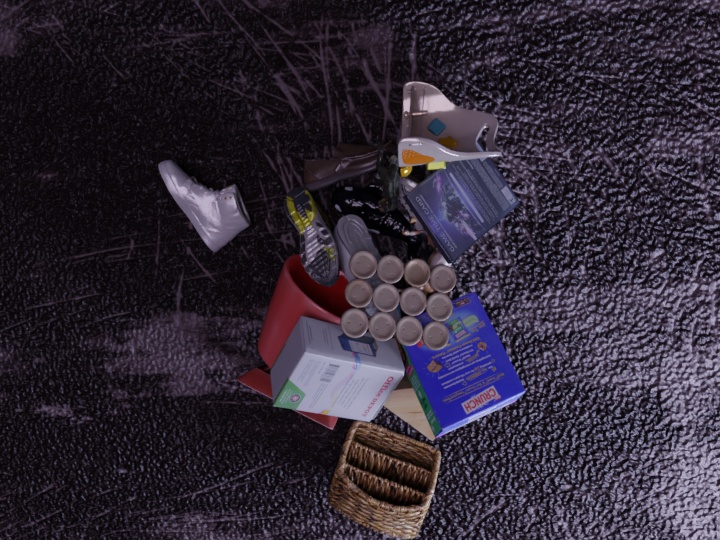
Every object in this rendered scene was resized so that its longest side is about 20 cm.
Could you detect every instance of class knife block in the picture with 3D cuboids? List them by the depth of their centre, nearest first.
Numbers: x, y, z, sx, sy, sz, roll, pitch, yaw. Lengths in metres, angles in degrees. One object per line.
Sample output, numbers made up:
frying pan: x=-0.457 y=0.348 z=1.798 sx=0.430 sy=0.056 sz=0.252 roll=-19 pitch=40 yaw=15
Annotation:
knife block: x=0.150 y=0.219 z=1.311 sx=0.199 sy=0.064 sz=0.177 roll=36 pitch=103 yaw=-11

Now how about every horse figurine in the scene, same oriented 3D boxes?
horse figurine: x=0.128 y=-0.025 z=1.265 sx=0.130 sy=0.050 sz=0.204 roll=13 pitch=103 yaw=-17

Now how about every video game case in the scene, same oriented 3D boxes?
video game case: x=0.185 y=-0.127 z=1.253 sx=0.199 sy=0.019 sz=0.144 roll=-38 pitch=95 yaw=-25

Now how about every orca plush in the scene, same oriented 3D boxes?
orca plush: x=0.027 y=-0.092 z=1.317 sx=0.200 sy=0.071 sz=0.105 roll=45 pitch=103 yaw=-1

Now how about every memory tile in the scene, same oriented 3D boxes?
memory tile: x=0.067 y=0.051 z=1.215 sx=0.195 sy=0.017 sz=0.157 roll=10 pitch=79 yaw=-9

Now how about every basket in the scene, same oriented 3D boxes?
basket: x=0.046 y=0.409 z=1.368 sx=0.196 sy=0.143 sz=0.152 roll=21 pitch=104 yaw=4

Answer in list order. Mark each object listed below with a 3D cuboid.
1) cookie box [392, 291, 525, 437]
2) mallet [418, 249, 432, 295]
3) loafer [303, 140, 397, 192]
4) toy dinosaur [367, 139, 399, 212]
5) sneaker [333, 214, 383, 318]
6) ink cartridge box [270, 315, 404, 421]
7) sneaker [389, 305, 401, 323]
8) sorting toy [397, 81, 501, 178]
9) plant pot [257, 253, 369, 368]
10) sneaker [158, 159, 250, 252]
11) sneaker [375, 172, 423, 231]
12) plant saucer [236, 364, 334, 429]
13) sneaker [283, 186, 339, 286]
cookie box: x=0.170 y=0.167 z=1.249 sx=0.168 sy=0.076 sz=0.203 roll=-20 pitch=69 yaw=-11
mallet: x=0.125 y=0.066 z=1.336 sx=0.064 sy=0.041 sz=0.205 roll=11 pitch=95 yaw=2
loafer: x=-0.023 y=-0.207 z=1.302 sx=0.196 sy=0.073 sz=0.072 roll=-18 pitch=97 yaw=11
toy dinosaur: x=0.046 y=-0.175 z=1.206 sx=0.046 sy=0.201 sz=0.090 roll=-15 pitch=69 yaw=-4
sneaker: x=0.000 y=0.000 z=1.303 sx=0.075 sy=0.081 sz=0.204 roll=-9 pitch=72 yaw=-27
ink cartridge box: x=-0.042 y=0.178 z=1.225 sx=0.196 sy=0.088 sz=0.147 roll=16 pitch=126 yaw=-24
sneaker: x=0.036 y=0.154 z=1.356 sx=0.079 sy=0.077 sz=0.205 roll=11 pitch=102 yaw=-1
sorting toy: x=0.157 y=-0.236 z=1.227 sx=0.175 sy=0.202 sz=0.108 roll=2 pitch=132 yaw=6
plant pot: x=-0.095 y=0.101 z=1.319 sx=0.198 sy=0.201 sz=0.179 roll=34 pitch=111 yaw=1
sneaker: x=-0.295 y=-0.151 z=1.360 sx=0.114 sy=0.074 sz=0.202 roll=-32 pitch=104 yaw=11
sneaker: x=0.108 y=-0.116 z=1.298 sx=0.197 sy=0.076 sz=0.089 roll=28 pitch=103 yaw=3
plant saucer: x=-0.128 y=0.233 z=1.343 sx=0.197 sy=0.200 sz=0.037 roll=26 pitch=86 yaw=3
sneaker: x=-0.075 y=-0.062 z=1.303 sx=0.073 sy=0.084 sz=0.204 roll=-27 pitch=69 yaw=18
